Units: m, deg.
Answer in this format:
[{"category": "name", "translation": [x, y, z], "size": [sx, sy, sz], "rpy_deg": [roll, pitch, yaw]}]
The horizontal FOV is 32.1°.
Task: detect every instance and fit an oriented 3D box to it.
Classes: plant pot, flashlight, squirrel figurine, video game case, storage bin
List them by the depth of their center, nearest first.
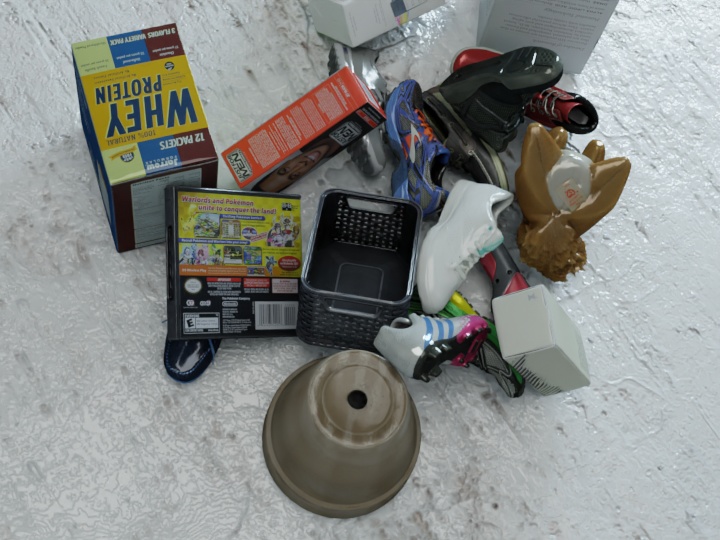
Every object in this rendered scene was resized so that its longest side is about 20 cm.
[{"category": "plant pot", "translation": [-0.015, 0.178, 1.490], "size": [0.198, 0.174, 0.202], "rpy_deg": [3, 68, -6]}, {"category": "video game case", "translation": [-0.152, -0.008, 1.543], "size": [0.199, 0.025, 0.183], "rpy_deg": [1, 86, -43]}, {"category": "storage bin", "translation": [0.000, 0.000, 1.567], "size": [0.134, 0.094, 0.201], "rpy_deg": [9, 43, 1]}, {"category": "squirrel figurine", "translation": [0.253, -0.088, 1.656], "size": [0.140, 0.187, 0.202], "rpy_deg": [13, 94, -4]}, {"category": "flashlight", "translation": [0.169, -0.008, 1.658], "size": [0.067, 0.068, 0.201], "rpy_deg": [-17, 66, -35]}]

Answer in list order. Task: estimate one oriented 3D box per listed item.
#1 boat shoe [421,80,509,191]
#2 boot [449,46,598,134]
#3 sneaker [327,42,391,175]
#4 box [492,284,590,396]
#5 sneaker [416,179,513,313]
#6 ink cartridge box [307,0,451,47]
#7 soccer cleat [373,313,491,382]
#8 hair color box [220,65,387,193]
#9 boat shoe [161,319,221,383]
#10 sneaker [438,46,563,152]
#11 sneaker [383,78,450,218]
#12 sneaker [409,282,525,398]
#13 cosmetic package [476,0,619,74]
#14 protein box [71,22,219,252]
[{"category": "boat shoe", "translation": [0.138, -0.170, 1.719], "size": [0.066, 0.072, 0.202], "rpy_deg": [-21, 67, -11]}, {"category": "boot", "translation": [0.223, -0.243, 1.693], "size": [0.199, 0.144, 0.073], "rpy_deg": [23, 97, -16]}, {"category": "sneaker", "translation": [0.014, -0.227, 1.717], "size": [0.081, 0.075, 0.202], "rpy_deg": [-7, 71, -16]}, {"category": "box", "translation": [0.226, 0.090, 1.546], "size": [0.068, 0.200, 0.083], "rpy_deg": [-16, 65, 18]}, {"category": "sneaker", "translation": [0.135, -0.032, 1.576], "size": [0.088, 0.075, 0.201], "rpy_deg": [8, 58, 27]}, {"category": "ink cartridge box", "translation": [0.038, -0.394, 1.764], "size": [0.199, 0.068, 0.117], "rpy_deg": [-28, 33, -19]}, {"category": "soccer cleat", "translation": [0.087, 0.076, 1.486], "size": [0.086, 0.200, 0.070], "rpy_deg": [33, 109, 22]}, {"category": "hair color box", "translation": [-0.072, -0.174, 1.625], "size": [0.199, 0.101, 0.062], "rpy_deg": [-33, 75, 11]}, {"category": "boat shoe", "translation": [-0.199, 0.041, 1.575], "size": [0.083, 0.069, 0.201], "rpy_deg": [17, 66, -1]}, {"category": "sneaker", "translation": [0.200, -0.221, 1.622], "size": [0.115, 0.199, 0.076], "rpy_deg": [53, 55, -21]}, {"category": "sneaker", "translation": [0.084, -0.164, 1.688], "size": [0.078, 0.075, 0.202], "rpy_deg": [-13, 75, 26]}, {"category": "sneaker", "translation": [0.131, 0.096, 1.608], "size": [0.085, 0.078, 0.200], "rpy_deg": [-43, 70, -15]}, {"category": "cosmetic package", "translation": [0.265, -0.409, 1.763], "size": [0.163, 0.200, 0.166], "rpy_deg": [10, 66, -3]}, {"category": "protein box", "translation": [-0.271, -0.163, 1.578], "size": [0.134, 0.200, 0.200], "rpy_deg": [-14, 70, -14]}]
